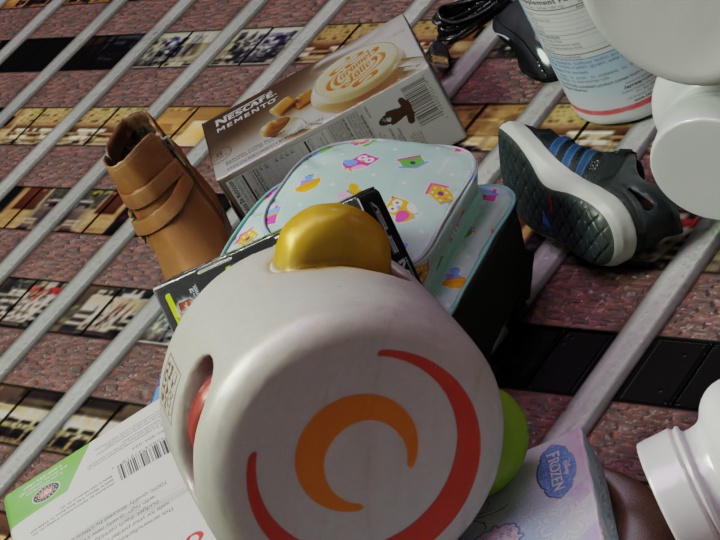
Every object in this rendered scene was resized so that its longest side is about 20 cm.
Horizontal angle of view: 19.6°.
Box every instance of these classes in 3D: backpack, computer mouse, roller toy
[{"bbox_3d":[0.000,0.000,1.459,0.200,0.153,0.176,0,40,28],"label":"backpack"},{"bbox_3d":[0.122,-0.211,1.794,0.140,0.046,0.200,-27,30,6],"label":"computer mouse"},{"bbox_3d":[-0.022,0.080,1.206,0.182,0.200,0.140,-38,27,-1],"label":"roller toy"}]

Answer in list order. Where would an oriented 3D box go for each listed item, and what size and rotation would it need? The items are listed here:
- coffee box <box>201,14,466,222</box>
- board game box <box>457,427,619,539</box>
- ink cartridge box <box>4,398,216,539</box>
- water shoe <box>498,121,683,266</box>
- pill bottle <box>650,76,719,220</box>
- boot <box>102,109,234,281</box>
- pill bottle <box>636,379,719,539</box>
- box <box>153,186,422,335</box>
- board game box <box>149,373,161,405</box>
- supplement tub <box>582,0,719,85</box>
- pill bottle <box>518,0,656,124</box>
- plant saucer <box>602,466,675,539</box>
[{"bbox_3d":[-0.024,-0.118,1.756,0.200,0.080,0.114,-28,30,6],"label":"coffee box"},{"bbox_3d":[0.055,0.199,1.188,0.199,0.043,0.200,-24,30,13],"label":"board game box"},{"bbox_3d":[-0.149,0.193,1.403,0.145,0.084,0.200,-32,30,0],"label":"ink cartridge box"},{"bbox_3d":[0.167,-0.059,1.526,0.079,0.072,0.200,-15,30,-16],"label":"water shoe"},{"bbox_3d":[0.272,-0.133,1.470,0.120,0.120,0.200,-9,37,34],"label":"pill bottle"},{"bbox_3d":[-0.134,-0.025,1.567,0.077,0.155,0.200,-23,31,13],"label":"boot"},{"bbox_3d":[0.261,0.092,1.152,0.200,0.112,0.112,-26,30,9],"label":"pill bottle"},{"bbox_3d":[-0.022,0.067,1.352,0.160,0.200,0.044,-24,3,22],"label":"box"},{"bbox_3d":[-0.074,0.044,1.603,0.151,0.037,0.200,-17,34,23],"label":"board game box"},{"bbox_3d":[0.248,-0.233,1.388,0.145,0.145,0.200,-1,39,41],"label":"supplement tub"},{"bbox_3d":[0.177,-0.219,1.602,0.109,0.200,0.109,-22,31,14],"label":"pill bottle"},{"bbox_3d":[0.093,0.183,1.253,0.200,0.032,0.200,-23,30,14],"label":"plant saucer"}]
